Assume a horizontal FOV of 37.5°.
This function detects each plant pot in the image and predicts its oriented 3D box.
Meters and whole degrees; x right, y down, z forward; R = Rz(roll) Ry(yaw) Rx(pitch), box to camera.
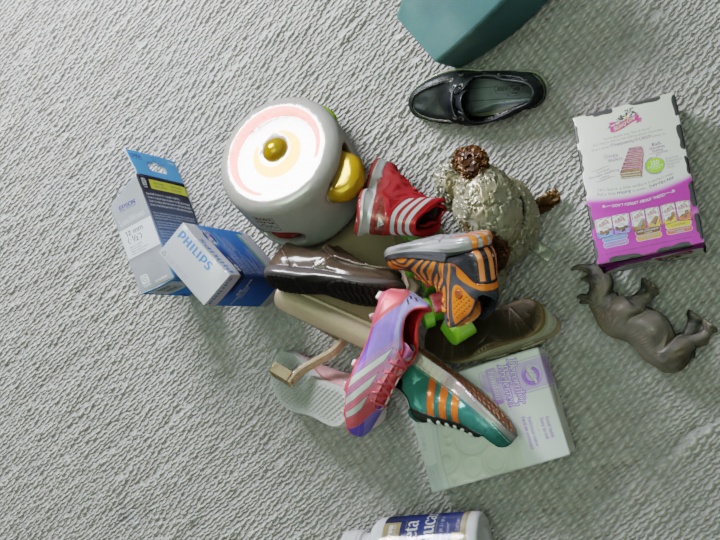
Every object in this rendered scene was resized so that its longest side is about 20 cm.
[{"bbox_3d":[0.156,-0.377,1.417,0.200,0.141,0.142,-47,74,22],"label":"plant pot"}]

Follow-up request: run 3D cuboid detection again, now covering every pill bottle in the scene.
[{"bbox_3d":[0.075,0.387,1.429,0.196,0.111,0.113,-9,85,19],"label":"pill bottle"}]

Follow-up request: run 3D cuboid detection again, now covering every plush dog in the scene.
[{"bbox_3d":[0.175,-0.073,1.376,0.158,0.171,0.204,-19,81,17],"label":"plush dog"}]

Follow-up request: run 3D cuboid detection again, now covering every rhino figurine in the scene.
[{"bbox_3d":[0.353,0.053,1.369,0.199,0.060,0.088,37,97,19],"label":"rhino figurine"}]

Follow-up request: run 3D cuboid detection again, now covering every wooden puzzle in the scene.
[{"bbox_3d":[0.000,0.000,1.484,0.183,0.037,0.202,22,72,19],"label":"wooden puzzle"}]

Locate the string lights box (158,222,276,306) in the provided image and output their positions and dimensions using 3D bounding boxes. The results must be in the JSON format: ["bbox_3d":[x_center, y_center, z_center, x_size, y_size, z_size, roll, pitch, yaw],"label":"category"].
[{"bbox_3d":[-0.187,-0.006,1.489,0.059,0.200,0.103,-47,74,12],"label":"string lights box"}]

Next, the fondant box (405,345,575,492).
[{"bbox_3d":[0.172,0.200,1.429,0.197,0.058,0.147,-19,81,17],"label":"fondant box"}]

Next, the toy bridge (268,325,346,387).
[{"bbox_3d":[-0.045,0.078,1.480,0.067,0.027,0.201,27,69,21],"label":"toy bridge"}]

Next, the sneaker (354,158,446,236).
[{"bbox_3d":[0.060,-0.088,1.424,0.113,0.201,0.080,11,119,5],"label":"sneaker"}]

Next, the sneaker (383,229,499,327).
[{"bbox_3d":[0.099,0.015,1.323,0.199,0.076,0.114,-2,101,61],"label":"sneaker"}]

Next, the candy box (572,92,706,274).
[{"bbox_3d":[0.355,-0.110,1.354,0.134,0.061,0.204,-11,73,19],"label":"candy box"}]

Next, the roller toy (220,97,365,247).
[{"bbox_3d":[-0.094,-0.136,1.467,0.181,0.140,0.202,-33,59,5],"label":"roller toy"}]

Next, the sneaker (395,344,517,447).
[{"bbox_3d":[0.114,0.178,1.388,0.199,0.071,0.081,38,100,27],"label":"sneaker"}]

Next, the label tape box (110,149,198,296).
[{"bbox_3d":[-0.297,-0.067,1.560,0.065,0.143,0.203,-26,80,16],"label":"label tape box"}]

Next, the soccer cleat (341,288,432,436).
[{"bbox_3d":[0.033,0.123,1.369,0.076,0.066,0.204,19,93,35],"label":"soccer cleat"}]

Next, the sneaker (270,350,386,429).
[{"bbox_3d":[-0.041,0.174,1.507,0.199,0.103,0.077,23,100,49],"label":"sneaker"}]

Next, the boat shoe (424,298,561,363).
[{"bbox_3d":[0.175,0.087,1.425,0.198,0.064,0.073,-18,62,38],"label":"boat shoe"}]

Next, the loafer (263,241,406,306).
[{"bbox_3d":[-0.032,-0.005,1.430,0.196,0.073,0.072,9,65,11],"label":"loafer"}]

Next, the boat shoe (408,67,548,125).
[{"bbox_3d":[0.153,-0.233,1.440,0.196,0.066,0.076,2,109,17],"label":"boat shoe"}]

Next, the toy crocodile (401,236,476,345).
[{"bbox_3d":[0.098,0.008,1.412,0.066,0.062,0.203,-17,67,-6],"label":"toy crocodile"}]
